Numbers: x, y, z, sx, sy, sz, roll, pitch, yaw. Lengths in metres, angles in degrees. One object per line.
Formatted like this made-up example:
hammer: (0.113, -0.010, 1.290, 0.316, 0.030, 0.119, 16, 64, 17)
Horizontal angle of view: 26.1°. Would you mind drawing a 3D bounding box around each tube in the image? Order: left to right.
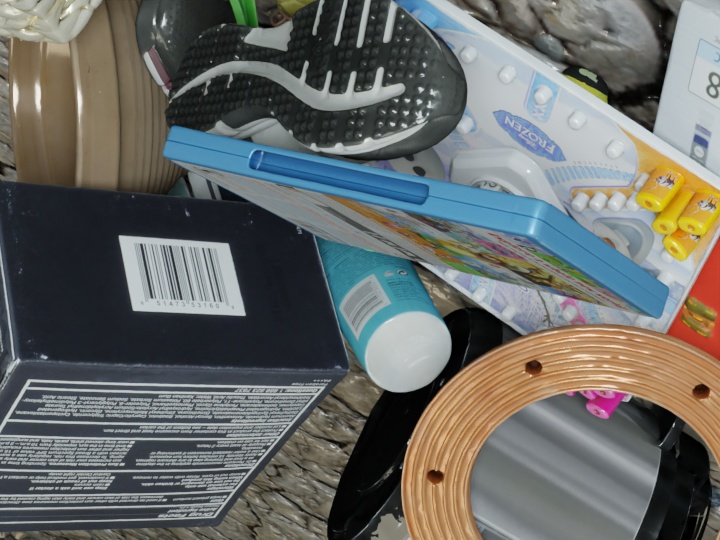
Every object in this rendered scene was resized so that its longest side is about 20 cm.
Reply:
tube: (0.000, 0.000, 0.933, 0.200, 0.077, 0.051, -119, 9, -58)

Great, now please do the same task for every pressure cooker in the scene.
pressure cooker: (0.099, 0.141, 0.916, 0.199, 0.180, 0.176, 30, 154, -9)

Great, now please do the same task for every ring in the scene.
ring: (0.120, 0.114, 0.793, 0.198, 0.019, 0.202, 4, 117, 7)

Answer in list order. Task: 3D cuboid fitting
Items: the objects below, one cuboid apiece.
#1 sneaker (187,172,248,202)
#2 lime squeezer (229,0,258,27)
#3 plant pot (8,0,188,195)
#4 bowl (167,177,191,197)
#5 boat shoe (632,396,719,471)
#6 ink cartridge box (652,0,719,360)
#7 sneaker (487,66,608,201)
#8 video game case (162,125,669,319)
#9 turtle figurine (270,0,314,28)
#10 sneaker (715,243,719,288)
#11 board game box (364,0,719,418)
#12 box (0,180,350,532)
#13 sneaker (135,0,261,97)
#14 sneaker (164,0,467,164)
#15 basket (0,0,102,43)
sneaker: (-0.073, -0.044, 1.070, 0.079, 0.079, 0.201, -110, 4, -52)
lime squeezer: (-0.040, -0.135, 0.733, 0.071, 0.038, 0.200, 62, 155, -7)
plant pot: (-0.156, -0.105, 0.963, 0.092, 0.203, 0.201, -4, 168, -23)
bowl: (-0.156, 0.013, 1.109, 0.201, 0.104, 0.203, 160, 90, -81)
boat shoe: (0.167, 0.056, 0.989, 0.199, 0.067, 0.057, 37, 173, -2)
ink cartridge box: (0.195, -0.006, 0.688, 0.160, 0.047, 0.201, 37, 135, 35)
sneaker: (0.107, -0.032, 0.858, 0.075, 0.077, 0.200, 29, 155, 11)
video game case: (0.026, -0.022, 0.710, 0.199, 0.018, 0.143, 14, 173, 34)
turtle figurine: (-0.008, -0.142, 0.799, 0.199, 0.065, 0.161, 1, 142, 50)
sneaker: (0.246, -0.002, 0.746, 0.200, 0.090, 0.079, 41, 140, 32)
board game box: (0.071, -0.030, 0.779, 0.199, 0.026, 0.201, 35, 151, 14)
box: (-0.145, 0.057, 0.910, 0.198, 0.124, 0.199, 4, 143, -31)
sneaker: (-0.034, -0.107, 0.909, 0.115, 0.076, 0.200, 4, 156, 38)
sneaker: (-0.010, -0.081, 0.720, 0.080, 0.074, 0.199, 23, 173, -35)
basket: (-0.217, -0.210, 0.835, 0.199, 0.136, 0.124, 13, 153, 37)
